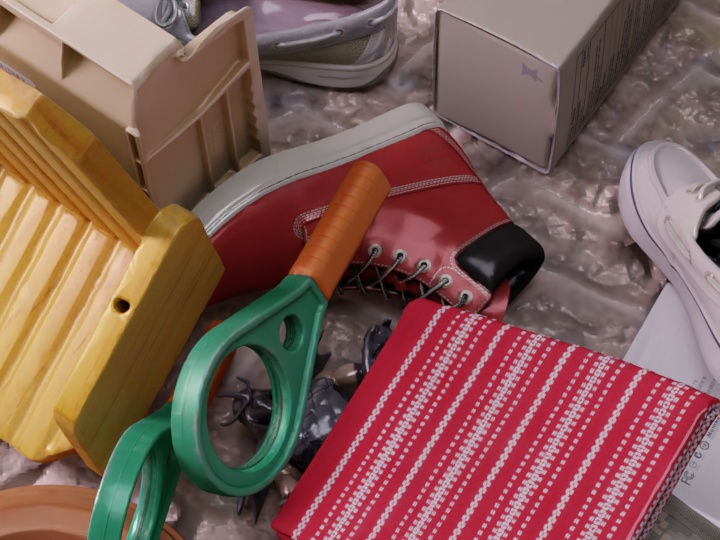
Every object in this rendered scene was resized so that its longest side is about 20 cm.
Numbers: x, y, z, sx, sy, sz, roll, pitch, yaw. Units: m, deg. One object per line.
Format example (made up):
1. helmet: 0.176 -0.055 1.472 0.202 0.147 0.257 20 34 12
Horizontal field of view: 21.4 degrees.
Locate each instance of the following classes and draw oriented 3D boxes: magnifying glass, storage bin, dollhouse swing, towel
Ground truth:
1. magnifying glass: -0.099 0.088 0.970 0.022 0.080 0.200 12 33 10
2. magnifying glass: -0.035 0.026 0.969 0.022 0.080 0.201 0 49 37
3. storage bin: -0.158 -0.114 1.046 0.199 0.199 0.094 34 67 18
4. dollhouse swing: -0.202 -0.017 0.950 0.199 0.176 0.183 31 94 22
5. towel: 0.058 0.094 0.889 0.199 0.022 0.145 18 70 46

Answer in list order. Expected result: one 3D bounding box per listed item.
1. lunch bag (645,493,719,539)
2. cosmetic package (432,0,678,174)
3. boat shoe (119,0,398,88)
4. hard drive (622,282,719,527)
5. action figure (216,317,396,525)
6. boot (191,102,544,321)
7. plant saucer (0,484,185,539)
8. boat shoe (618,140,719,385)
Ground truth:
1. lunch bag: 0.116 0.183 0.891 0.199 0.118 0.164 36 85 18
2. cosmetic package: 0.131 -0.171 1.145 0.087 0.104 0.200 28 60 18
3. boat shoe: -0.076 -0.157 1.152 0.200 0.065 0.075 8 58 4
4. hard drive: 0.226 0.102 1.019 0.199 0.025 0.132 27 61 15
5. action figure: 0.016 0.092 0.997 0.199 0.069 0.131 17 70 14
6. boot: 0.000 0.000 1.050 0.199 0.073 0.145 -26 64 -24
7. plant saucer: -0.162 0.194 0.946 0.198 0.038 0.201 1 58 -1
8. boat shoe: 0.198 -0.016 1.048 0.071 0.066 0.201 2 41 -13
